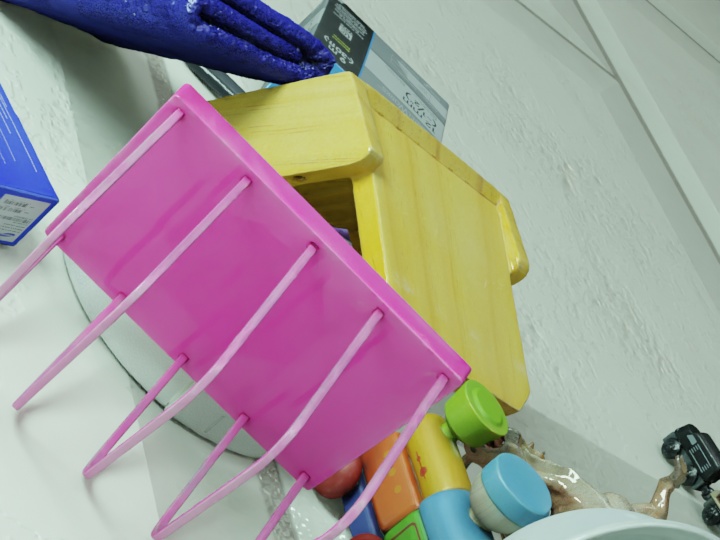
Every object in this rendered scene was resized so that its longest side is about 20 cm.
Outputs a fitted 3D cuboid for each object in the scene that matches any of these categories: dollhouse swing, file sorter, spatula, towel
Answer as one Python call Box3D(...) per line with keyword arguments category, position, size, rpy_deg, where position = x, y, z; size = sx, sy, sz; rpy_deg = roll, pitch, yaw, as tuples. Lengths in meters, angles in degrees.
Box3D(category="dollhouse swing", position=(0.000, 0.000, 1.187), size=(0.200, 0.181, 0.176), rpy_deg=(33, 56, -50))
Box3D(category="file sorter", position=(-0.079, 0.044, 0.904), size=(0.200, 0.139, 0.125), rpy_deg=(45, 43, -7))
Box3D(category="spatula", position=(-0.063, -0.093, 1.359), size=(0.200, 0.021, 0.057), rpy_deg=(49, 25, 3))
Box3D(category="towel", position=(-0.129, -0.167, 1.176), size=(0.200, 0.050, 0.148), rpy_deg=(17, 1, 36))

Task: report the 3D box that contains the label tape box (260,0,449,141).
Box3D(category="label tape box", position=(-0.004, -0.129, 1.476), size=(0.143, 0.066, 0.200), rpy_deg=(44, 20, -13))

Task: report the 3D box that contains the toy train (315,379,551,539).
Box3D(category="toy train", position=(0.037, 0.104, 1.083), size=(0.085, 0.116, 0.200), rpy_deg=(32, 27, -37))

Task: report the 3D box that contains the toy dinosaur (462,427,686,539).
Box3D(category="toy dinosaur", position=(0.140, 0.191, 1.178), size=(0.086, 0.135, 0.201), rpy_deg=(-1, 83, -64))

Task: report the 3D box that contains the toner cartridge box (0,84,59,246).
Box3D(category="toner cartridge box", position=(-0.245, -0.108, 1.001), size=(0.095, 0.043, 0.200), rpy_deg=(17, 38, -56))

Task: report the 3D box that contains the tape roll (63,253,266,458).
Box3D(category="tape roll", position=(-0.089, 0.021, 1.091), size=(0.203, 0.037, 0.203), rpy_deg=(41, 22, -20))

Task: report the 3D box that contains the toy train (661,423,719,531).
Box3D(category="toy train", position=(0.319, 0.212, 1.542), size=(0.034, 0.046, 0.200), rpy_deg=(17, 37, -53))

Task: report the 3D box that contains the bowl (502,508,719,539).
Box3D(category="bowl", position=(0.114, 0.205, 0.991), size=(0.201, 0.201, 0.090), rpy_deg=(36, 6, -29))
